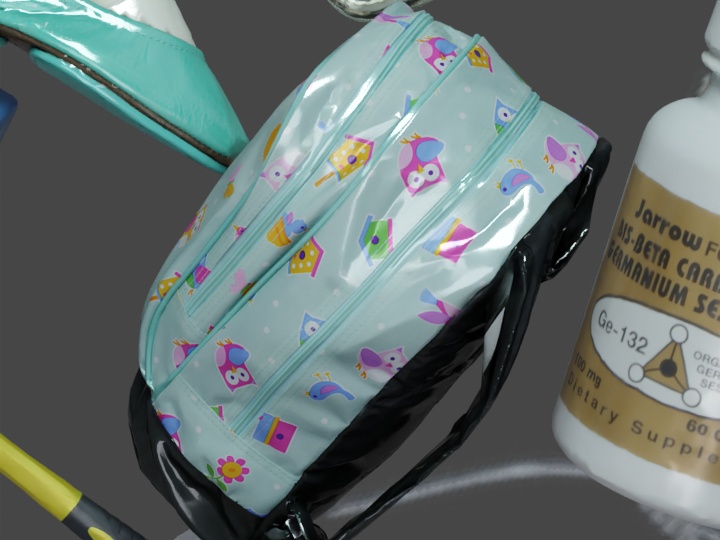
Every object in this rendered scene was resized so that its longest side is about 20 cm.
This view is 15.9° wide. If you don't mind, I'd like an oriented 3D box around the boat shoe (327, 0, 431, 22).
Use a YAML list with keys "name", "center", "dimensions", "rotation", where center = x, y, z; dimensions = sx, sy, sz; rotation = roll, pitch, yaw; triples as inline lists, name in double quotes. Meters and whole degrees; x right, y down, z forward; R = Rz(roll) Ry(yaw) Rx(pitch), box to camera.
- name: "boat shoe"
  center: [0.051, -0.168, 0.940]
  dimensions: [0.072, 0.060, 0.202]
  rotation: [42, 107, -7]

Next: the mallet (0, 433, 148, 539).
- name: "mallet"
  center: [-0.136, 0.103, 1.105]
  dimensions: [0.066, 0.041, 0.200]
  rotation: [-41, 102, 15]

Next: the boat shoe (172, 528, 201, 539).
- name: "boat shoe"
  center: [-0.088, 0.197, 1.094]
  dimensions: [0.072, 0.068, 0.200]
  rotation: [28, 114, -10]

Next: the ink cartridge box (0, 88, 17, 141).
- name: "ink cartridge box"
  center: [-0.229, -0.048, 0.984]
  dimensions: [0.144, 0.200, 0.084]
  rotation: [31, 106, -4]

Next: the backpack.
- name: "backpack"
  center: [0.000, 0.000, 0.970]
  dimensions: [0.126, 0.167, 0.200]
  rotation: [36, 130, -5]

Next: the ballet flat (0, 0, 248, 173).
- name: "ballet flat"
  center: [-0.123, -0.110, 1.023]
  dimensions: [0.200, 0.067, 0.071]
  rotation: [26, 90, -5]

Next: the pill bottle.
- name: "pill bottle"
  center: [0.155, -0.009, 1.004]
  dimensions: [0.114, 0.114, 0.201]
  rotation: [17, 106, 1]
